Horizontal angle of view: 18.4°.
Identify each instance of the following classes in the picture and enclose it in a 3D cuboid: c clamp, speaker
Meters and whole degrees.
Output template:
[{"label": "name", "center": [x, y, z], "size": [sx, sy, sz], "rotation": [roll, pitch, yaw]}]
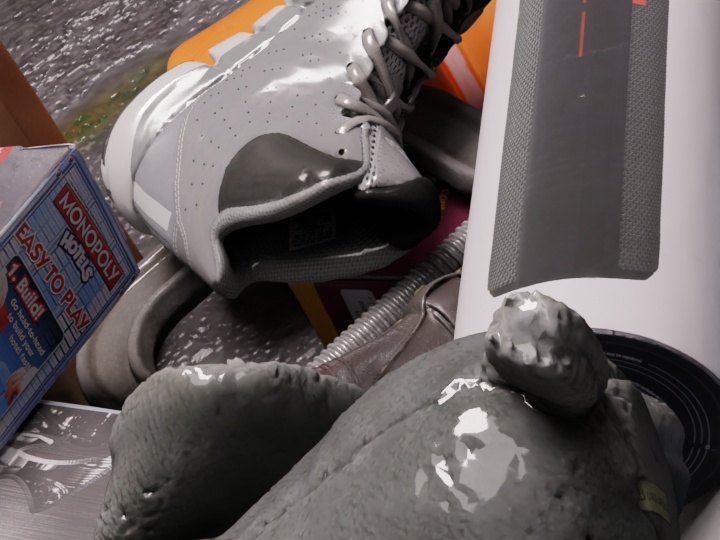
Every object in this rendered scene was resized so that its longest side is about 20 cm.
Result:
[{"label": "c clamp", "center": [0.000, 0.000, 0.763], "size": [0.200, 0.027, 0.171], "rotation": [-38, 44, -10]}, {"label": "speaker", "center": [0.073, -0.028, 0.654], "size": [0.081, 0.081, 0.201], "rotation": [-9, 44, 19]}]

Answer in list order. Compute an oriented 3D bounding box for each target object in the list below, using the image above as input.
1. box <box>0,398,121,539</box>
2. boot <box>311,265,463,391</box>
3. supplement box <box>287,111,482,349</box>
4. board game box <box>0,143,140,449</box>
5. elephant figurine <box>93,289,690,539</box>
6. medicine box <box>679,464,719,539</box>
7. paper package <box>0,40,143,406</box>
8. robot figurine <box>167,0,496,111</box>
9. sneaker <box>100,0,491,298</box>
[{"label": "box", "center": [-0.136, 0.127, 0.671], "size": [0.158, 0.048, 0.201], "rotation": [6, 49, 31]}, {"label": "boot", "center": [0.040, 0.088, 0.662], "size": [0.173, 0.201, 0.069], "rotation": [-23, 0, -32]}, {"label": "supplement box", "center": [0.090, 0.007, 0.811], "size": [0.199, 0.111, 0.086], "rotation": [0, 50, 27]}, {"label": "board game box", "center": [-0.182, 0.026, 0.716], "size": [0.200, 0.062, 0.200], "rotation": [-42, 45, -21]}, {"label": "elephant figurine", "center": [-0.018, 0.094, 0.517], "size": [0.199, 0.156, 0.141], "rotation": [-13, 2, 15]}, {"label": "medicine box", "center": [0.189, 0.089, 0.616], "size": [0.199, 0.103, 0.183], "rotation": [18, 49, -8]}, {"label": "paper package", "center": [-0.209, 0.006, 0.905], "size": [0.199, 0.191, 0.104], "rotation": [-12, 48, 18]}, {"label": "robot figurine", "center": [0.001, -0.071, 0.915], "size": [0.199, 0.144, 0.117], "rotation": [-31, 45, 1]}, {"label": "sneaker", "center": [0.014, -0.061, 0.760], "size": [0.200, 0.075, 0.116], "rotation": [-43, 44, -2]}]
